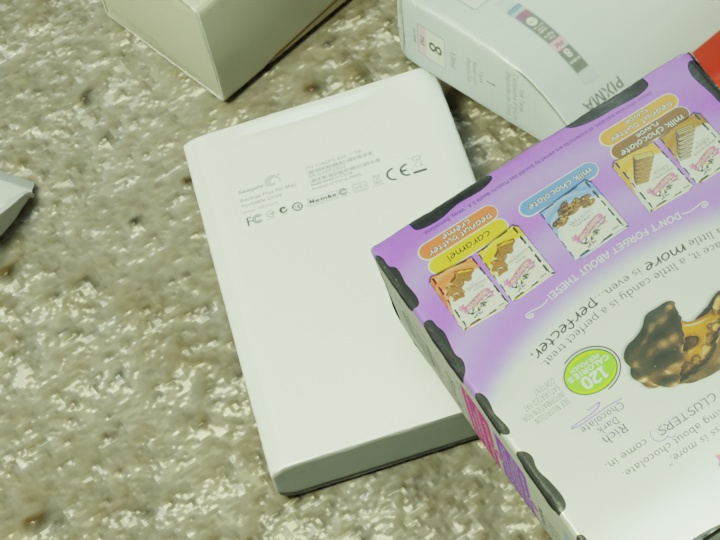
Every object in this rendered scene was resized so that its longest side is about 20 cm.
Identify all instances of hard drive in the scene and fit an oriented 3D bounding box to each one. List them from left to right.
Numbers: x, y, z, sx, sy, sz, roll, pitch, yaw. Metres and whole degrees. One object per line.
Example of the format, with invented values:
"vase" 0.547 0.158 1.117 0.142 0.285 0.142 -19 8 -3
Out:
"hard drive" 0.000 0.000 1.063 0.131 0.026 0.201 -17 53 -1

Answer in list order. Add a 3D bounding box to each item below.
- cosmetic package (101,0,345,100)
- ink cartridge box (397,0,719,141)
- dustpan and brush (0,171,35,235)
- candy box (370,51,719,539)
"cosmetic package" -0.038 -0.193 1.182 0.200 0.073 0.103 -41 57 -17
"ink cartridge box" 0.143 -0.118 1.092 0.200 0.057 0.162 33 59 33
"dustpan and brush" -0.268 -0.003 1.099 0.139 0.057 0.201 19 61 23
"candy box" 0.127 0.032 0.946 0.167 0.072 0.200 -31 56 -6
